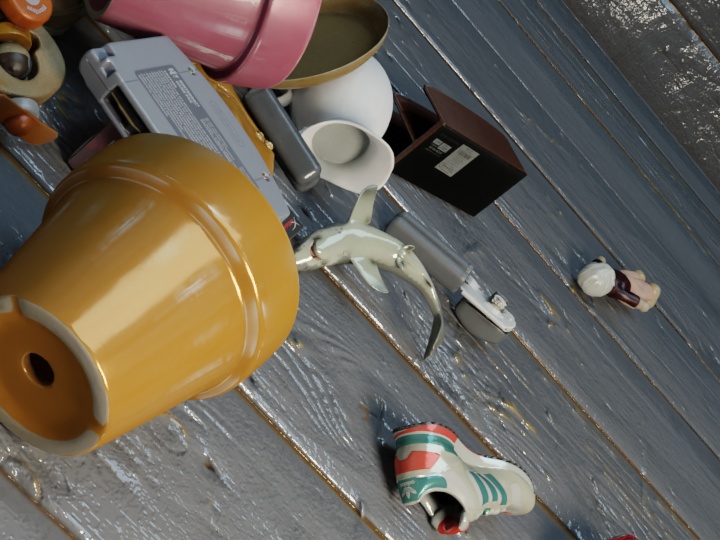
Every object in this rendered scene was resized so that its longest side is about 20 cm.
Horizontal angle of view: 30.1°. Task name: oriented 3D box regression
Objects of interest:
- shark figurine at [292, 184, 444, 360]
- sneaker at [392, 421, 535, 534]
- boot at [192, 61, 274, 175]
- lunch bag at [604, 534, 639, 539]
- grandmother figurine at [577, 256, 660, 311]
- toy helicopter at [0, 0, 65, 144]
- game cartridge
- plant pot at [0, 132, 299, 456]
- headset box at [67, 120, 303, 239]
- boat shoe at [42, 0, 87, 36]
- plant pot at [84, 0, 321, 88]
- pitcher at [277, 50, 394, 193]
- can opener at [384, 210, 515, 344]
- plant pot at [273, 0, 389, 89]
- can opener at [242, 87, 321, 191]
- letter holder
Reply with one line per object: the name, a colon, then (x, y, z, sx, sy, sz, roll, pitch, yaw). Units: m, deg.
shark figurine: (0.019, -0.002, 1.448, 0.214, 0.089, 0.128, 33, 64, -22)
sneaker: (0.101, 0.224, 1.319, 0.200, 0.070, 0.094, 35, 48, -39)
boot: (-0.156, -0.176, 1.389, 0.144, 0.071, 0.201, 45, 18, -44)
lunch bag: (0.286, 0.381, 1.402, 0.176, 0.082, 0.200, 7, 52, -57)
grandmother figurine: (0.402, 0.024, 2.095, 0.121, 0.061, 0.200, 36, 15, 35)
toy helicopter: (-0.315, -0.156, 1.082, 0.200, 0.079, 0.132, -31, 94, -55)
game cartridge: (-0.147, -0.112, 1.160, 0.200, 0.040, 0.133, 55, 30, 3)
plant pot: (-0.173, 0.029, 0.946, 0.200, 0.200, 0.183, 51, 40, -5)
headset box: (-0.161, -0.076, 1.217, 0.200, 0.075, 0.149, 52, 26, -4)
boat shoe: (-0.277, -0.283, 1.294, 0.074, 0.066, 0.200, 48, 25, -11)
plant pot: (-0.154, -0.280, 1.244, 0.179, 0.200, 0.200, 5, 49, -29)
pitcher: (-0.046, -0.184, 1.532, 0.171, 0.121, 0.200, 15, 34, -11)
can opener: (0.106, 0.011, 1.606, 0.200, 0.066, 0.053, 44, 23, 0)
plant pot: (-0.063, -0.261, 1.534, 0.200, 0.199, 0.028, -93, 173, -51)
can opener: (-0.090, -0.182, 1.421, 0.200, 0.067, 0.053, 57, -11, 8)
letter holder: (0.111, -0.183, 1.812, 0.200, 0.101, 0.142, 24, 36, -47)
